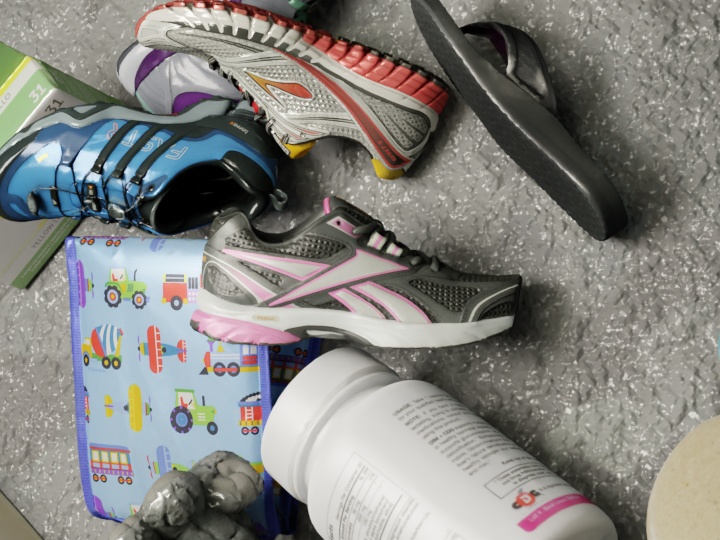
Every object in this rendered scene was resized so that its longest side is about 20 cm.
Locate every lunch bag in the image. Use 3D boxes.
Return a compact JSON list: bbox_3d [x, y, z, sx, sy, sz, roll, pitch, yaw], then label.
[{"bbox_3d":[-0.107,0.082,1.519,0.150,0.094,0.201,3,88,29],"label":"lunch bag"}]

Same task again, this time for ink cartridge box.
[{"bbox_3d":[-0.253,-0.079,1.573,0.146,0.200,0.048,-49,55,11],"label":"ink cartridge box"}]

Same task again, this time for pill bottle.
[{"bbox_3d":[0.042,0.135,1.389,0.200,0.113,0.114,37,97,33],"label":"pill bottle"}]

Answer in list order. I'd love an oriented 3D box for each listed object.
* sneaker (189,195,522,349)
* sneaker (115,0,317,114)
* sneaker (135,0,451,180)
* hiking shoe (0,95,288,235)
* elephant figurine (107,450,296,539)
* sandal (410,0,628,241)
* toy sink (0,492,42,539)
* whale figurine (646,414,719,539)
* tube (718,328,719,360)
[{"bbox_3d":[0.000,0.000,1.416,0.199,0.080,0.087,1,96,-8],"label":"sneaker"},{"bbox_3d":[-0.062,-0.153,1.569,0.200,0.074,0.088,-34,85,23],"label":"sneaker"},{"bbox_3d":[-0.049,-0.115,1.495,0.199,0.078,0.083,21,97,3],"label":"sneaker"},{"bbox_3d":[-0.147,-0.061,1.531,0.199,0.075,0.087,-11,38,6],"label":"hiking shoe"},{"bbox_3d":[-0.058,0.217,1.412,0.200,0.155,0.142,38,114,12],"label":"elephant figurine"},{"bbox_3d":[0.102,-0.100,1.449,0.048,0.075,0.201,-36,66,-10],"label":"sandal"},{"bbox_3d":[-0.321,0.177,1.601,0.200,0.112,0.131,43,101,32],"label":"toy sink"},{"bbox_3d":[0.252,0.121,1.272,0.200,0.104,0.159,-34,39,11],"label":"whale figurine"},{"bbox_3d":[0.237,-0.051,1.360,0.077,0.050,0.201,-6,79,34],"label":"tube"}]
